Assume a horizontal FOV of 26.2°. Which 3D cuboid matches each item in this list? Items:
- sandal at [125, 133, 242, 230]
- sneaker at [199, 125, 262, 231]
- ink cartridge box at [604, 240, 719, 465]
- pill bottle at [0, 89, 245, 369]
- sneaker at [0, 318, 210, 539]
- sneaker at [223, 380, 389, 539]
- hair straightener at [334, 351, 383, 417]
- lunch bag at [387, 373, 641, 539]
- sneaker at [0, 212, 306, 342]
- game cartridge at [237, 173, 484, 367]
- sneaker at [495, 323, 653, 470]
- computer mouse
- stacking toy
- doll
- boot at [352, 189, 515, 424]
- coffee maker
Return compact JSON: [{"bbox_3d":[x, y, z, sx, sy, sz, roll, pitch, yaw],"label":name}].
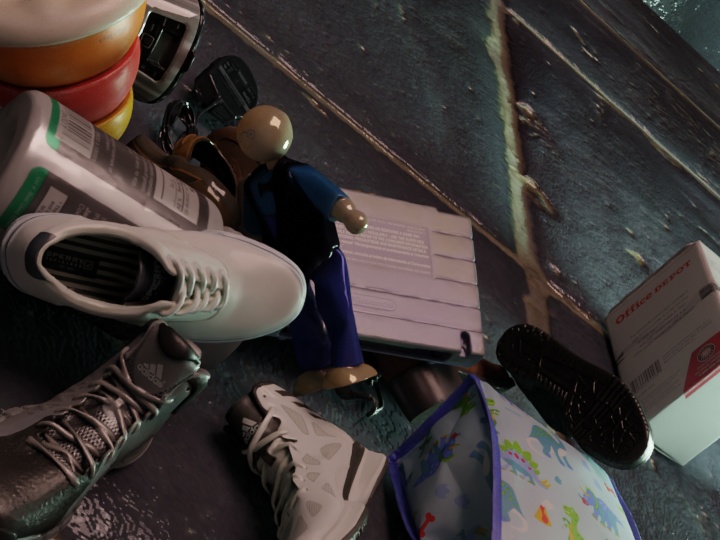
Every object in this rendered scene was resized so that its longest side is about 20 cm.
[{"bbox_3d":[-0.123,-0.074,1.164,0.082,0.055,0.200,48,-8,-18],"label":"sandal"},{"bbox_3d":[-0.089,-0.042,1.227,0.075,0.070,0.201,13,40,-52],"label":"sneaker"},{"bbox_3d":[0.351,0.085,1.659,0.085,0.146,0.201,35,27,-25],"label":"ink cartridge box"},{"bbox_3d":[-0.163,-0.021,1.022,0.199,0.113,0.114,33,27,-27],"label":"pill bottle"},{"bbox_3d":[-0.150,0.078,0.886,0.075,0.115,0.200,47,24,0],"label":"sneaker"},{"bbox_3d":[-0.054,0.143,1.021,0.115,0.076,0.201,36,16,-1],"label":"sneaker"},{"bbox_3d":[-0.003,0.043,1.272,0.077,0.041,0.201,27,31,-35],"label":"hair straightener"},{"bbox_3d":[0.121,0.204,1.127,0.170,0.128,0.200,35,17,-25],"label":"lunch bag"},{"bbox_3d":[-0.119,0.010,0.946,0.198,0.074,0.071,7,9,-27],"label":"sneaker"},{"bbox_3d":[0.000,0.000,1.193,0.198,0.038,0.131,11,55,-25],"label":"game cartridge"},{"bbox_3d":[0.177,0.106,1.261,0.200,0.060,0.104,42,-3,40],"label":"sneaker"},{"bbox_3d":[-0.138,-0.137,1.353,0.059,0.034,0.200,59,27,-14],"label":"computer mouse"},{"bbox_3d":[-0.205,-0.125,1.069,0.145,0.201,0.147,-2,39,1],"label":"stacking toy"},{"bbox_3d":[-0.040,-0.018,1.076,0.048,0.136,0.202,-16,90,-36],"label":"doll"},{"bbox_3d":[0.041,0.030,1.302,0.188,0.068,0.201,-1,59,-57],"label":"boot"},{"bbox_3d":[-0.238,-0.230,1.195,0.199,0.135,0.193,24,32,-42],"label":"coffee maker"}]
